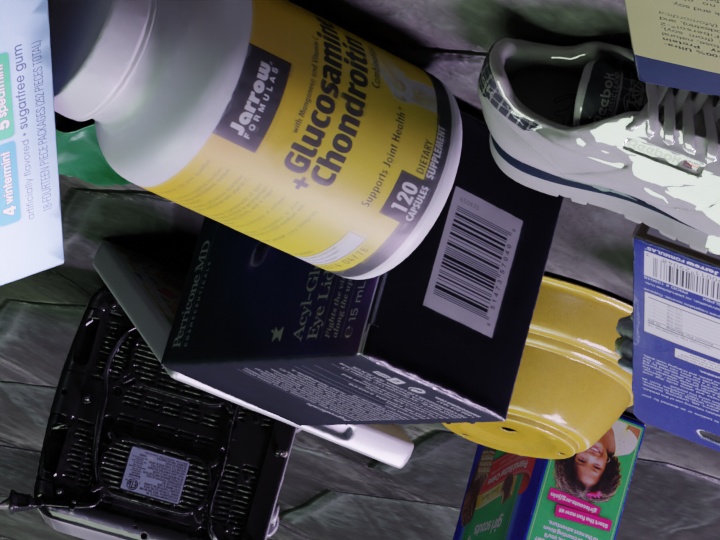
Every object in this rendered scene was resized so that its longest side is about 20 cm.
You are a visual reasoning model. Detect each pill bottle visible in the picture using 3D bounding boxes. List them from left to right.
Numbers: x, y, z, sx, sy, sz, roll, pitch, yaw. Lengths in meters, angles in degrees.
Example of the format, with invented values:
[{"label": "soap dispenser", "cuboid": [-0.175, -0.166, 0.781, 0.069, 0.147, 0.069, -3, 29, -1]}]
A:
[{"label": "pill bottle", "cuboid": [-0.057, -0.079, 1.298, 0.200, 0.112, 0.112, 24, 162, -30]}]

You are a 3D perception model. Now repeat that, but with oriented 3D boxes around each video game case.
[{"label": "video game case", "cuboid": [-0.074, 0.054, 1.783, 0.182, 0.023, 0.200, 24, -169, -28]}]

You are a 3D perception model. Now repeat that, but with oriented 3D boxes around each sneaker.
[{"label": "sneaker", "cuboid": [0.150, -0.062, 1.246, 0.199, 0.077, 0.081, 10, 154, 14]}]

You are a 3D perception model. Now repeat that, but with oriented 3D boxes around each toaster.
[{"label": "toaster", "cuboid": [-0.143, 0.120, 1.947, 0.199, 0.182, 0.119, 15, 166, -2]}]

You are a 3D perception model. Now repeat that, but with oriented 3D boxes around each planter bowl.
[{"label": "planter bowl", "cuboid": [0.103, 0.068, 1.712, 0.200, 0.084, 0.200, 15, 165, 4]}]

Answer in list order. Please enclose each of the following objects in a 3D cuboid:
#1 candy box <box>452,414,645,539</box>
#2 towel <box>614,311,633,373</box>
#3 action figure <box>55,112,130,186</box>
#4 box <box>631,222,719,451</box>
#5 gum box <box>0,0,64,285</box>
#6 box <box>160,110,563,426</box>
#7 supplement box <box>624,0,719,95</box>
[{"label": "candy box", "cuboid": [0.122, 0.203, 1.944, 0.077, 0.201, 0.169, 19, 164, -13]}, {"label": "towel", "cuboid": [0.264, 0.074, 1.540, 0.171, 0.048, 0.200, 17, -176, -42]}, {"label": "action figure", "cuboid": [-0.138, -0.076, 1.470, 0.118, 0.055, 0.200, -12, 171, 8]}, {"label": "box", "cuboid": [0.198, 0.041, 1.367, 0.121, 0.032, 0.200, 20, 153, 16]}, {"label": "gum box", "cuboid": [-0.234, -0.048, 1.202, 0.045, 0.199, 0.170, 47, 148, 40]}, {"label": "box", "cuboid": [0.000, 0.000, 1.453, 0.104, 0.149, 0.200, 25, 161, -32]}, {"label": "supplement box", "cuboid": [0.147, -0.160, 0.655, 0.134, 0.201, 0.200, 12, 164, 14]}]
